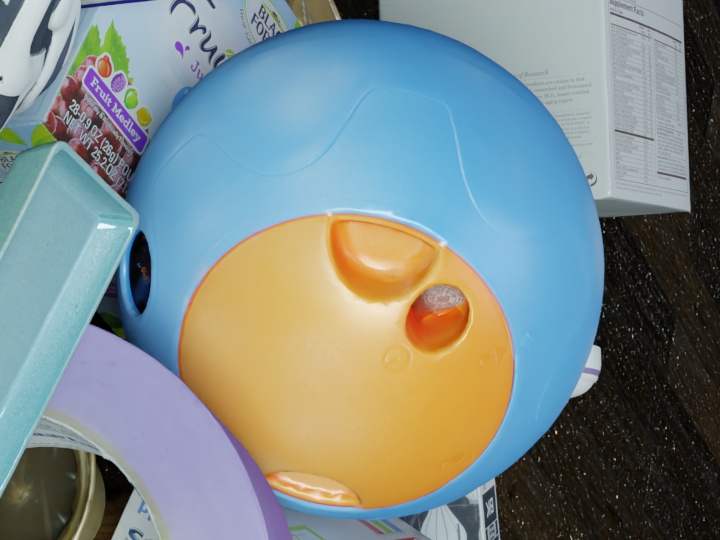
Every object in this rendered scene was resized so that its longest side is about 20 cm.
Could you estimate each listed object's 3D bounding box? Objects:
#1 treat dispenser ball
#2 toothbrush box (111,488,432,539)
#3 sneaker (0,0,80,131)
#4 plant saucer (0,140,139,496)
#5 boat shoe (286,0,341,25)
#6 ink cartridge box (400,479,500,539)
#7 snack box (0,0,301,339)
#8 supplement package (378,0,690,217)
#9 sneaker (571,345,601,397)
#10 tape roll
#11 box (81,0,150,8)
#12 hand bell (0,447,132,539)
[{"bbox_3d":[0.000,0.000,0.735,0.200,0.199,0.203,9,80,-60],"label":"treat dispenser ball"},{"bbox_3d":[-0.064,0.191,0.766,0.145,0.086,0.202,9,107,-61],"label":"toothbrush box"},{"bbox_3d":[-0.135,-0.109,0.590,0.130,0.079,0.200,-73,-175,-47],"label":"sneaker"},{"bbox_3d":[-0.131,0.057,0.558,0.202,0.019,0.070,-64,159,-11],"label":"plant saucer"},{"bbox_3d":[-0.001,-0.067,0.992,0.072,0.075,0.202,-42,123,-54],"label":"boat shoe"},{"bbox_3d":[0.029,0.174,0.999,0.039,0.098,0.203,-22,106,-71],"label":"ink cartridge box"},{"bbox_3d":[-0.087,-0.067,0.845,0.201,0.067,0.170,57,43,-43],"label":"snack box"},{"bbox_3d":[0.110,-0.136,1.119,0.150,0.150,0.203,2,85,-61],"label":"supplement package"},{"bbox_3d":[0.029,0.090,0.931,0.073,0.198,0.116,83,2,-87],"label":"sneaker"},{"bbox_3d":[-0.121,0.120,0.619,0.085,0.197,0.202,68,26,-74],"label":"tape roll"},{"bbox_3d":[-0.094,-0.215,0.731,0.105,0.182,0.202,53,44,-47],"label":"box"},{"bbox_3d":[-0.122,0.106,0.778,0.200,0.103,0.105,44,50,-68],"label":"hand bell"}]
